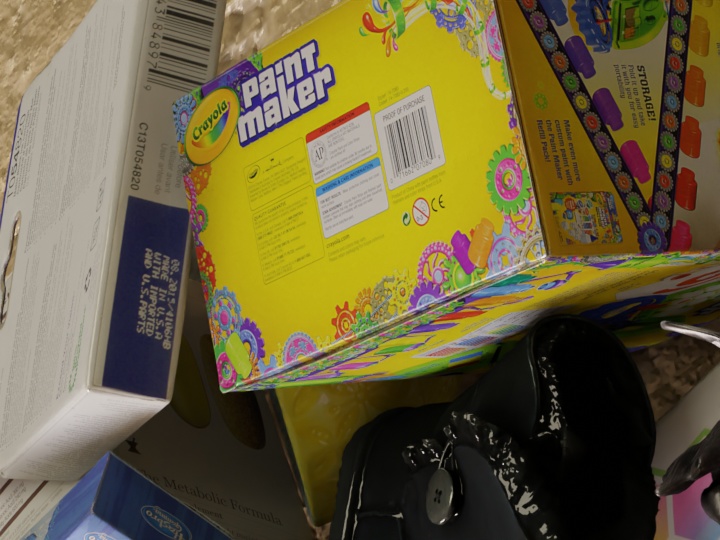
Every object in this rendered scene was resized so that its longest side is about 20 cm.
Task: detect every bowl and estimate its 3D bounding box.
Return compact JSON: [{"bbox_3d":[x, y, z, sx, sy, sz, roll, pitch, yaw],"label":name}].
[{"bbox_3d":[0.000,0.000,1.194,0.108,0.200,0.200,-18,46,-3],"label":"bowl"}]

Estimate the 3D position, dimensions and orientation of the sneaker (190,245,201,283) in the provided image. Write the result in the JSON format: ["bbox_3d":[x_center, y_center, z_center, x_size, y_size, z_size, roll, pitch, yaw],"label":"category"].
[{"bbox_3d":[-0.077,-0.013,1.365,0.200,0.076,0.081,-51,26,15],"label":"sneaker"}]

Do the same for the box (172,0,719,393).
[{"bbox_3d":[0.068,-0.038,1.038,0.200,0.192,0.122,-24,72,50],"label":"box"}]

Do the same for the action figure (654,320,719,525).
[{"bbox_3d":[0.175,0.090,0.879,0.102,0.119,0.200,-26,91,53],"label":"action figure"}]

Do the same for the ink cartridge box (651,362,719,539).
[{"bbox_3d":[0.127,0.118,1.028,0.200,0.059,0.104,-46,41,28],"label":"ink cartridge box"}]

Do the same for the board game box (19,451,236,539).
[{"bbox_3d":[-0.088,0.197,1.147,0.199,0.200,0.043,-44,18,31],"label":"board game box"}]

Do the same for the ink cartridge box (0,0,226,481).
[{"bbox_3d":[-0.113,-0.016,1.163,0.200,0.041,0.200,146,134,-63],"label":"ink cartridge box"}]

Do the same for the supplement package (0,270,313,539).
[{"bbox_3d":[-0.109,0.097,1.249,0.110,0.114,0.200,-47,42,25],"label":"supplement package"}]

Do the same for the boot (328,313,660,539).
[{"bbox_3d":[0.042,0.127,1.021,0.168,0.076,0.200,147,133,-62],"label":"boot"}]
